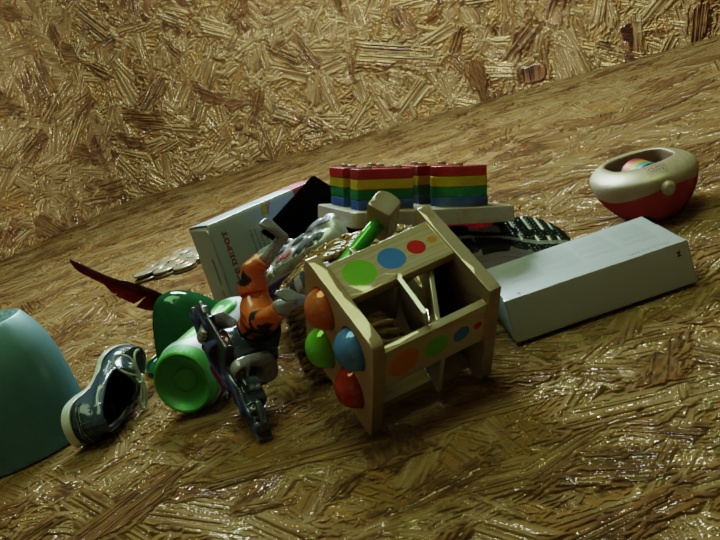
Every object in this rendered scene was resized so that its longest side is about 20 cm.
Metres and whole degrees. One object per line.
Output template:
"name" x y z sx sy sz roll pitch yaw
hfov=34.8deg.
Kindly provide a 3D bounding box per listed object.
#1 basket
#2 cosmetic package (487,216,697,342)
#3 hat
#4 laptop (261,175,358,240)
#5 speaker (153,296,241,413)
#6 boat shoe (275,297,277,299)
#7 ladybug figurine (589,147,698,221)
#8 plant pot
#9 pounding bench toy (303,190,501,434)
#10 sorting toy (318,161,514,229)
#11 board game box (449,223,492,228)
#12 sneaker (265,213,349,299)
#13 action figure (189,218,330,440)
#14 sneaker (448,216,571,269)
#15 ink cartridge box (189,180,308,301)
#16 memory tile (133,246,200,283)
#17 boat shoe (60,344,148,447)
"basket" 0.023 0.018 1.279 0.197 0.145 0.149 -14 13 22
"cosmetic package" 0.238 0.007 1.226 0.197 0.052 0.151 -19 10 1
"hat" -0.248 0.030 1.552 0.198 0.179 0.165 -26 14 -32
"laptop" -0.008 -0.080 1.688 0.198 0.117 0.187 -27 -8 -36
"speaker" -0.174 0.097 1.374 0.087 0.090 0.200 -14 13 19
"boat shoe" -0.077 0.047 1.489 0.072 0.063 0.199 3 5 -25
"ladybug figurine" 0.370 -0.109 1.483 0.134 0.073 0.200 -17 11 4
"plant pot" -0.446 0.144 1.398 0.197 0.163 0.201 -18 13 4
"pounding bench toy" 0.011 0.025 1.091 0.154 0.125 0.201 -23 51 -21
"sorting toy" 0.062 -0.096 1.398 0.195 0.071 0.200 -3 6 -14
"board game box" 0.156 -0.074 1.573 0.155 0.040 0.200 4 6 -22
"sneaker" -0.069 0.008 1.371 0.199 0.083 0.081 -26 26 50
"action figure" -0.098 0.078 1.199 0.103 0.195 0.201 -2 44 -33
"sneaker" 0.164 -0.012 1.378 0.196 0.081 0.074 -3 36 -13
"ink cartridge box" -0.144 -0.035 1.762 0.198 0.148 0.082 -25 12 -28
"memory tile" -0.366 -0.023 2.369 0.151 0.017 0.200 -13 14 26
"boat shoe" -0.294 0.142 1.383 0.061 0.076 0.200 -16 14 17
